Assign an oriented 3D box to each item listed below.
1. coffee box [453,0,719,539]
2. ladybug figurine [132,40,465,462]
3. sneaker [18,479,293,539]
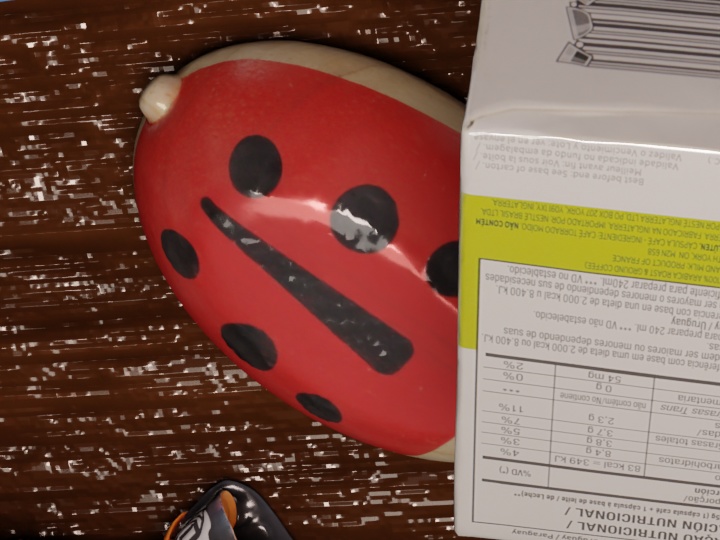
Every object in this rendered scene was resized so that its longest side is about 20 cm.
[{"bbox_3d":[0.137,-0.040,0.868,0.200,0.200,0.198,6,141,6],"label":"coffee box"},{"bbox_3d":[0.000,0.000,1.019,0.200,0.072,0.136,35,120,-10],"label":"ladybug figurine"},{"bbox_3d":[-0.098,0.119,1.112,0.200,0.078,0.112,24,117,-17],"label":"sneaker"}]
